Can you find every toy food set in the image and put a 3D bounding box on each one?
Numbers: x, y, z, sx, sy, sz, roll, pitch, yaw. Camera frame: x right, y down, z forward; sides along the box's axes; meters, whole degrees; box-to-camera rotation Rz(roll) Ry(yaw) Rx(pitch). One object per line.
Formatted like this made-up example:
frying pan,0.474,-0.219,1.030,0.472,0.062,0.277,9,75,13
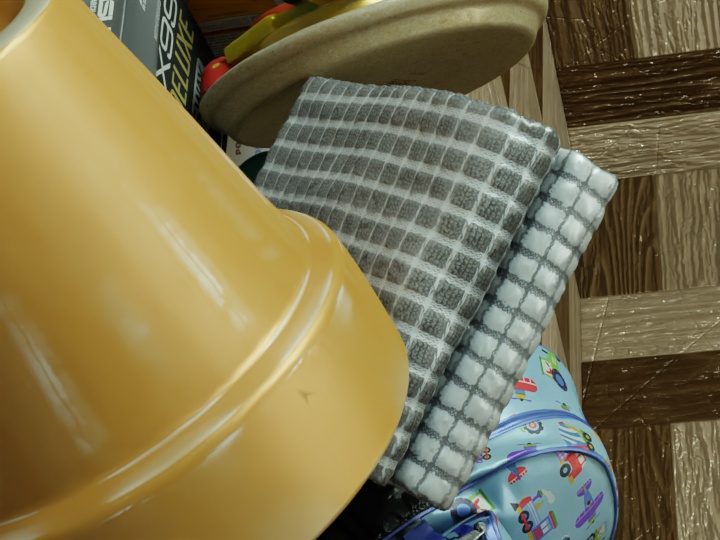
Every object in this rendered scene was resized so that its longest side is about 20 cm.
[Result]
toy food set,0.010,-0.118,0.876,0.200,0.198,0.049,-11,79,-39

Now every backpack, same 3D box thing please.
backpack,0.050,0.141,0.837,0.135,0.200,0.183,47,-19,44

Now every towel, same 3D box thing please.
towel,0.000,0.000,0.736,0.086,0.200,0.166,28,85,-33

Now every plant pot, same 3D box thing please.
plant pot,-0.112,0.006,0.581,0.183,0.200,0.200,59,23,-25

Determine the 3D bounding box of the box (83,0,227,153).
box,-0.118,-0.054,0.843,0.158,0.050,0.200,64,24,-58

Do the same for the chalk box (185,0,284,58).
chalk box,-0.076,-0.236,0.944,0.124,0.125,0.200,56,32,-64

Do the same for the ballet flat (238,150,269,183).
ballet flat,-0.038,0.023,0.899,0.072,0.072,0.200,67,20,-52

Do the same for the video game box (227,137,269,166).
video game box,-0.048,-0.068,1.164,0.200,0.047,0.182,45,39,-70
